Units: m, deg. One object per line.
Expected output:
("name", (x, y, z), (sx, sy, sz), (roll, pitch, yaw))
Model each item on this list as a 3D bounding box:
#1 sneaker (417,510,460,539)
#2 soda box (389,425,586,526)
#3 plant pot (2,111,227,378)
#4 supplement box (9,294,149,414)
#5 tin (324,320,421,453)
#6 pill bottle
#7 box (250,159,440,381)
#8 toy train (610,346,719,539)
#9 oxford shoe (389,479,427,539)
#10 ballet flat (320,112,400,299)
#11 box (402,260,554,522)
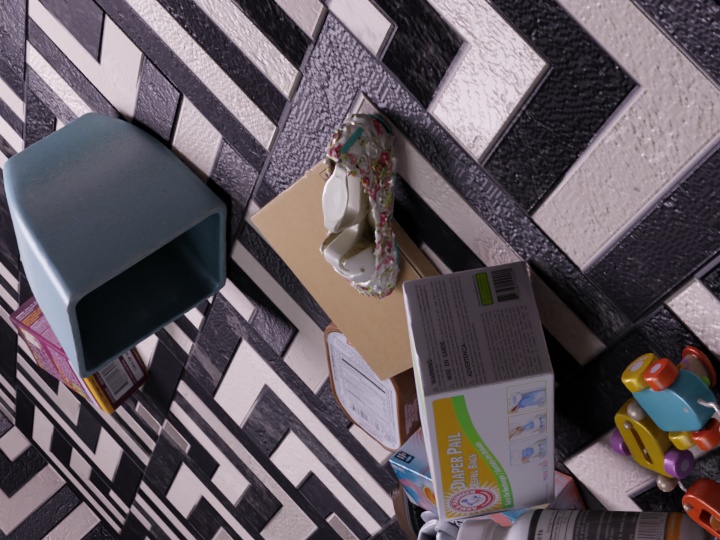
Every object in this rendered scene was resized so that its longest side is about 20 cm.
("sneaker", (0.103, 0.297, 1.599), (0.114, 0.076, 0.200), (18, 153, -8))
("soda box", (0.121, 0.209, 1.480), (0.199, 0.068, 0.064), (19, 144, 49))
("plant pot", (-0.277, -0.047, 1.661), (0.200, 0.195, 0.196), (50, 159, 18))
("supplement box", (-0.413, 0.113, 2.283), (0.199, 0.086, 0.111), (26, 149, 42))
("tin", (0.015, 0.112, 1.567), (0.111, 0.042, 0.201), (33, 153, 24))
("pill bottle", (0.182, 0.255, 1.279), (0.197, 0.117, 0.117), (-2, 136, 18))
("box", (0.000, 0.000, 1.397), (0.201, 0.021, 0.163), (51, 147, -5))
("toy train", (0.255, 0.128, 1.135), (0.150, 0.056, 0.201), (35, 157, 27))
("oxford shoe", (0.060, 0.240, 1.643), (0.084, 0.072, 0.201), (36, 154, 34))
("ballet flat", (-0.008, -0.042, 1.287), (0.075, 0.064, 0.202), (27, 141, 28))
("box", (0.098, 0.103, 1.258), (0.201, 0.100, 0.114), (80, 180, -53))
